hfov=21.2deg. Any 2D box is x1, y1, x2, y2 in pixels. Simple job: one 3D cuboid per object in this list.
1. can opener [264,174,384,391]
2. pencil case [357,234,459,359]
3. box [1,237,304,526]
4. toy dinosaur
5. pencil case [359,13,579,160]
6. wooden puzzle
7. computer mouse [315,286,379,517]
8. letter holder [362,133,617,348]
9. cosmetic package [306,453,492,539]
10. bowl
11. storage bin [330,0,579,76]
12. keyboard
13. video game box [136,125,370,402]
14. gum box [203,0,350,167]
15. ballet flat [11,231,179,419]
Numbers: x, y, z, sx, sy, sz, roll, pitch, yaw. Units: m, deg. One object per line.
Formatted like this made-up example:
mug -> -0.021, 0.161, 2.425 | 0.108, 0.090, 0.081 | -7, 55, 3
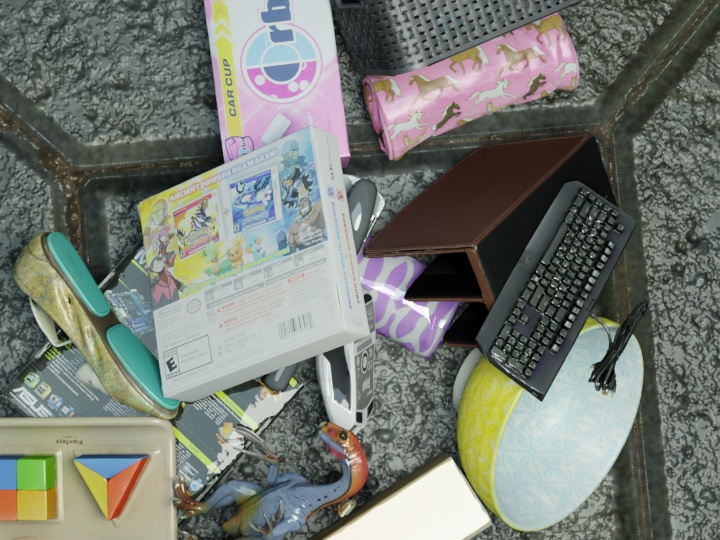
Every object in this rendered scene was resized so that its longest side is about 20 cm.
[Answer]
can opener -> -0.043, 0.009, 1.653 | 0.053, 0.067, 0.201 | 28, 92, 2
pencil case -> 0.000, 0.000, 1.728 | 0.199, 0.084, 0.086 | 31, 57, 0
box -> -0.185, 0.106, 1.727 | 0.200, 0.048, 0.193 | 42, 83, 3
toy dinosaur -> -0.070, 0.191, 1.644 | 0.180, 0.200, 0.106 | -13, 66, 12
pencil case -> 0.101, -0.170, 1.739 | 0.199, 0.087, 0.083 | -22, 96, -4
wooden puzzle -> -0.252, 0.228, 1.681 | 0.184, 0.046, 0.202 | -1, 96, 9
computer mouse -> -0.015, 0.111, 1.680 | 0.044, 0.110, 0.202 | 3, 99, 18
letter holder -> 0.114, -0.026, 1.691 | 0.200, 0.142, 0.101 | -42, 119, -40
cosmetic package -> 0.011, 0.243, 1.693 | 0.199, 0.105, 0.071 | -32, 88, -6
bowl -> 0.145, 0.115, 1.690 | 0.107, 0.200, 0.201 | 30, 83, 37
storage bin -> 0.083, -0.250, 1.695 | 0.199, 0.135, 0.094 | -25, 105, -16
keyboard -> 0.184, 0.026, 1.607 | 0.127, 0.021, 0.201 | 36, 59, -7
video game box -> -0.095, -0.003, 1.641 | 0.199, 0.047, 0.183 | -21, 71, 31
gum box -> -0.077, -0.178, 1.743 | 0.113, 0.066, 0.202 | -7, 85, -4
ballet flat -> -0.235, 0.059, 1.682 | 0.071, 0.071, 0.200 | -36, 85, -5
